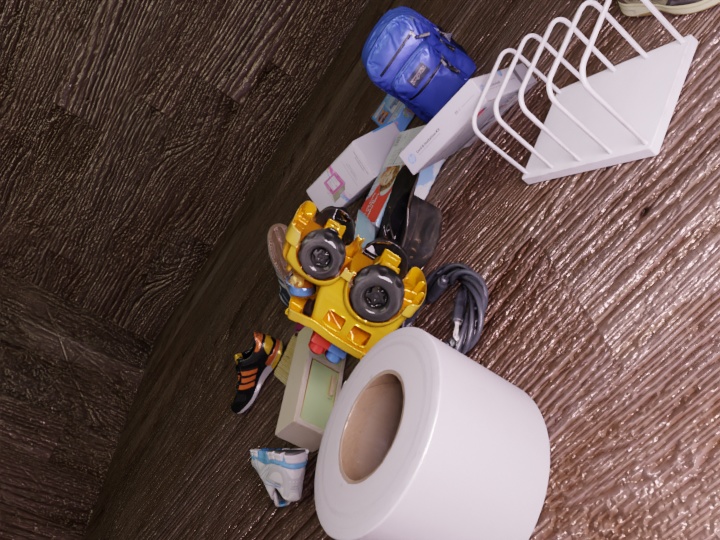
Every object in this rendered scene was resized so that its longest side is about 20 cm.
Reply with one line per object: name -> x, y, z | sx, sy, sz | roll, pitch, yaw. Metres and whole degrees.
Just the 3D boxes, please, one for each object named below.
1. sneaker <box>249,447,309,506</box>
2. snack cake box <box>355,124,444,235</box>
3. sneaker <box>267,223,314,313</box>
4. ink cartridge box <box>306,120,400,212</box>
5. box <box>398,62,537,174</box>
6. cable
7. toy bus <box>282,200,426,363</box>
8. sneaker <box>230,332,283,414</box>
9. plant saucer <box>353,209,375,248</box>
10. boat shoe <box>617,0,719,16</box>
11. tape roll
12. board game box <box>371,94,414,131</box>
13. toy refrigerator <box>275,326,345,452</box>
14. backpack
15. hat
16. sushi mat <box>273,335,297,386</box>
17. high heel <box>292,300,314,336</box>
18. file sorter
sneaker -> -0.135, 0.330, 0.943 | 0.200, 0.073, 0.089 | 145, 125, -66
snack cake box -> 0.076, -0.157, 1.078 | 0.203, 0.066, 0.115 | -63, 22, -5
sneaker -> -0.160, 0.001, 1.294 | 0.069, 0.204, 0.108 | -23, 2, -20
ink cartridge box -> -0.005, -0.206, 1.233 | 0.144, 0.085, 0.199 | -37, 3, -40
box -> 0.160, -0.225, 0.864 | 0.156, 0.041, 0.199 | -42, -4, 42
cable -> 0.091, 0.060, 0.778 | 0.166, 0.050, 0.200 | -61, 19, 5
toy bus -> -0.036, 0.033, 0.797 | 0.194, 0.198, 0.136 | -55, 7, 24
sneaker -> -0.255, 0.226, 1.325 | 0.202, 0.089, 0.070 | -56, 21, 12
plant saucer -> 0.000, 0.000, 1.002 | 0.200, 0.035, 0.206 | 7, -90, -90
boat shoe -> 0.351, -0.333, 0.658 | 0.074, 0.064, 0.200 | -58, 21, 1
tape roll -> 0.062, 0.177, 0.570 | 0.203, 0.138, 0.205 | -47, 25, 30
board game box -> 0.096, -0.397, 1.388 | 0.153, 0.036, 0.201 | -55, 22, 16
toy refrigerator -> -0.075, 0.184, 0.976 | 0.070, 0.075, 0.203 | -42, 27, 39
backpack -> 0.108, -0.402, 1.134 | 0.163, 0.198, 0.169 | -51, 22, 20
hat -> 0.080, -0.058, 0.920 | 0.200, 0.079, 0.205 | -164, 89, -81
sushi mat -> -0.128, 0.189, 1.182 | 0.097, 0.012, 0.199 | -62, 21, -8
high heel -> -0.089, 0.086, 1.146 | 0.199, 0.066, 0.098 | -7, 61, 67
file sorter -> 0.240, -0.206, 0.672 | 0.141, 0.123, 0.199 | -64, 20, -12
